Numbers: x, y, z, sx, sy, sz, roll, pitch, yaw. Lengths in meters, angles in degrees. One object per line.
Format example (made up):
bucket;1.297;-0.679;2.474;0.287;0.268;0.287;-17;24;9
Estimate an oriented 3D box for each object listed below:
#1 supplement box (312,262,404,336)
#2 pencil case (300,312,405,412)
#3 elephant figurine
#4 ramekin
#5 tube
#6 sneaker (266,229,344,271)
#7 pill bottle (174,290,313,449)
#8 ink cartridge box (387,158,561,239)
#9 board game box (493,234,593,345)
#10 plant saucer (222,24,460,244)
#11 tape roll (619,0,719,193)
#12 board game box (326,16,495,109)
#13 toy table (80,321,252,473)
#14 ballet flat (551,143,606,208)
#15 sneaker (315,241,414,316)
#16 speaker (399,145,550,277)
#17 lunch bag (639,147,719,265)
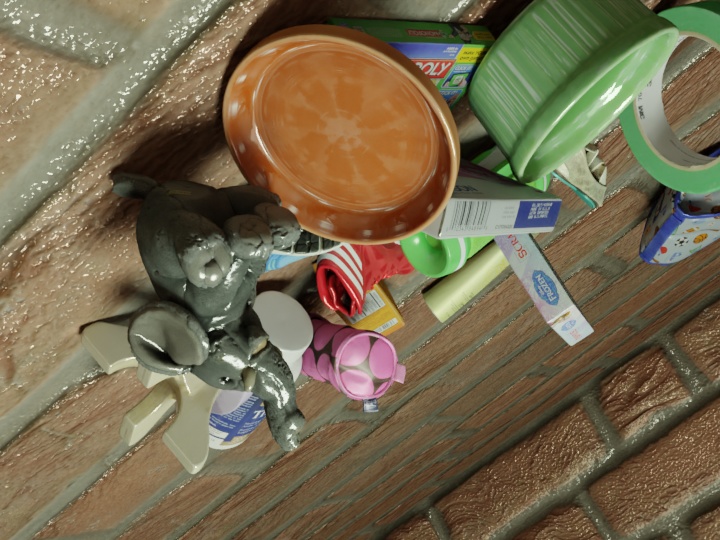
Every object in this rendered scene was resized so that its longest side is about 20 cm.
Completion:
supplement box;0.001;0.032;1.182;0.068;0.067;0.200;-28;158;1
pencil case;-0.028;0.103;1.130;0.092;0.093;0.199;5;-176;-26
elephant figurine;-0.125;0.037;0.781;0.139;0.155;0.204;-6;121;-26
ramekin;0.196;-0.188;0.894;0.199;0.098;0.200;-37;166;-11
tube;0.181;-0.004;1.375;0.199;0.052;0.058;-40;-162;5
sneaker;-0.102;-0.033;0.911;0.195;0.080;0.090;-11;166;-15
pill bottle;-0.136;0.117;1.114;0.110;0.112;0.201;-9;149;-43
ink cartridge box;0.063;-0.084;0.902;0.194;0.198;0.044;-6;117;-48
board game box;0.220;-0.010;1.205;0.041;0.202;0.200;-34;158;11
plant saucer;-0.015;-0.106;0.749;0.201;0.197;0.033;-57;-173;47
tape roll;0.372;-0.189;1.029;0.047;0.203;0.202;-17;154;-30
board game box;0.021;-0.164;0.844;0.197;0.029;0.135;-11;151;-42
toy table;-0.187;0.106;0.962;0.116;0.183;0.202;-34;153;-36
ballet flat;0.298;-0.132;1.240;0.062;0.068;0.199;-47;155;13
sneaker;0.000;0.000;1.026;0.077;0.118;0.199;4;165;32
speaker;0.132;-0.074;1.054;0.199;0.088;0.089;-37;165;-35
lunch bag;0.567;-0.107;1.573;0.198;0.125;0.171;-32;161;-20
